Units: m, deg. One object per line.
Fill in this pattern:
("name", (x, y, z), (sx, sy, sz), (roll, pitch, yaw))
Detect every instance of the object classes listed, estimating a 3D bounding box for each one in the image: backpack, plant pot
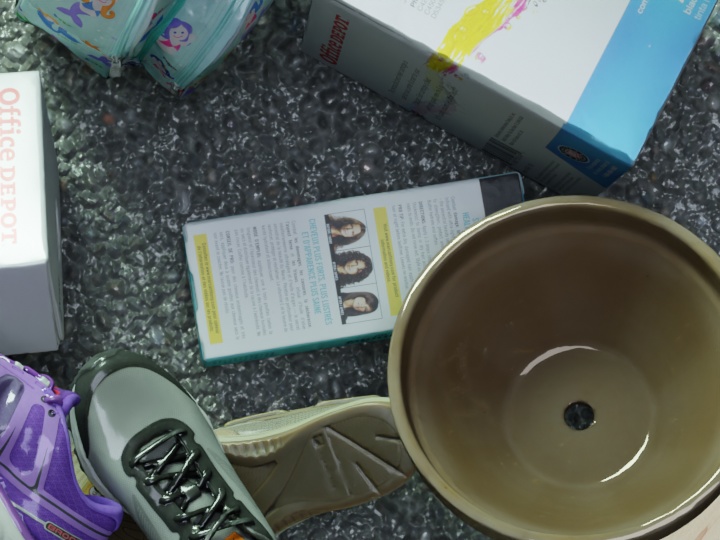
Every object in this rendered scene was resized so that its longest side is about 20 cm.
("backpack", (-0.109, -0.195, 1.155), (0.150, 0.200, 0.178), (32, 80, 0))
("plant pot", (0.119, 0.067, 1.145), (0.200, 0.093, 0.201), (-3, 68, 7))

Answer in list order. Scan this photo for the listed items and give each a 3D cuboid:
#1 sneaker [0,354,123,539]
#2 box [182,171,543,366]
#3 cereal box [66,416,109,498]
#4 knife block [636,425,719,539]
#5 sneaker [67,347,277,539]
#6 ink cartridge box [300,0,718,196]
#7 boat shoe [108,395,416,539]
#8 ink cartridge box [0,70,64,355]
("sneaker", (-0.194, 0.067, 1.075), (0.083, 0.081, 0.200), (-34, 102, -13))
("box", (0.000, 0.000, 1.214), (0.200, 0.049, 0.082), (-8, 84, -6))
("cereal box", (-0.242, 0.107, 1.144), (0.200, 0.040, 0.144), (34, 59, 12))
("knife block", (0.193, 0.098, 1.210), (0.200, 0.064, 0.176), (-10, 83, -5))
("sneaker", (-0.085, 0.128, 1.111), (0.074, 0.079, 0.200), (-33, 96, -23))
("ink cartridge box", (0.087, -0.156, 1.193), (0.200, 0.147, 0.146), (28, 82, -1))
("boat shoe", (-0.057, 0.116, 1.189), (0.200, 0.065, 0.072), (-18, 94, 12))
("ink cartridge box", (-0.269, -0.027, 1.152), (0.200, 0.084, 0.145), (-5, 53, -6))
